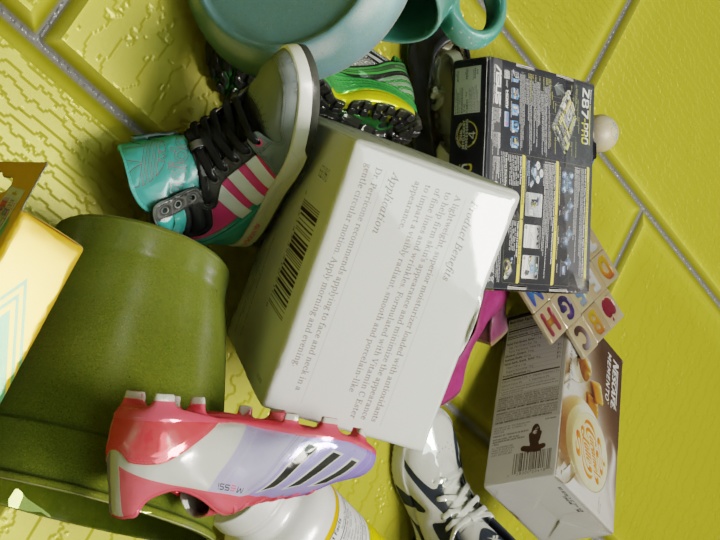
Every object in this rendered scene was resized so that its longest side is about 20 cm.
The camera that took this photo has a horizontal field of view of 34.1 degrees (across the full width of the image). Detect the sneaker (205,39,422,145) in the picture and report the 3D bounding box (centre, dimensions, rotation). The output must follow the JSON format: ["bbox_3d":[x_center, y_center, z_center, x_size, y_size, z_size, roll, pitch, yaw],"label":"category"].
[{"bbox_3d":[-0.041,-0.164,0.979,0.199,0.078,0.085,16,53,-35],"label":"sneaker"}]

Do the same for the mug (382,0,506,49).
[{"bbox_3d":[0.029,-0.270,0.965,0.185,0.152,0.115,45,65,-42],"label":"mug"}]

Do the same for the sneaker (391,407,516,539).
[{"bbox_3d":[0.099,0.229,1.091,0.079,0.129,0.200,-4,97,-41],"label":"sneaker"}]

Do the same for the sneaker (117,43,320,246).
[{"bbox_3d":[-0.113,-0.088,0.863,0.120,0.200,0.084,-4,54,-30],"label":"sneaker"}]

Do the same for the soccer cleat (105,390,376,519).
[{"bbox_3d":[-0.072,0.123,0.740,0.200,0.067,0.077,16,80,-43],"label":"soccer cleat"}]

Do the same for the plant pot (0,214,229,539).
[{"bbox_3d":[-0.174,0.072,0.817,0.200,0.200,0.194,30,64,-38],"label":"plant pot"}]

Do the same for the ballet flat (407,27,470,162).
[{"bbox_3d":[0.082,-0.125,1.079,0.073,0.073,0.201,-15,105,-38],"label":"ballet flat"}]

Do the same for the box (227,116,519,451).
[{"bbox_3d":[0.000,0.000,0.894,0.130,0.200,0.200,18,97,-17],"label":"box"}]

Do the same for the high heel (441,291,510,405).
[{"bbox_3d":[0.076,0.053,1.092,0.200,0.067,0.096,-41,130,-47],"label":"high heel"}]

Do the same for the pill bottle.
[{"bbox_3d":[-0.044,0.234,0.986,0.200,0.104,0.104,50,64,-31],"label":"pill bottle"}]

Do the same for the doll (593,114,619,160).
[{"bbox_3d":[0.194,-0.129,1.181,0.200,0.048,0.137,-13,90,-45],"label":"doll"}]

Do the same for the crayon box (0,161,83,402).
[{"bbox_3d":[-0.252,0.029,0.740,0.052,0.125,0.201,36,72,-37],"label":"crayon box"}]

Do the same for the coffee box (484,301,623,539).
[{"bbox_3d":[0.193,0.147,1.147,0.114,0.080,0.201,47,41,-34],"label":"coffee box"}]

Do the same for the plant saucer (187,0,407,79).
[{"bbox_3d":[-0.052,-0.241,0.870,0.027,0.199,0.201,0,95,-67],"label":"plant saucer"}]

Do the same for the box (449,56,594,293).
[{"bbox_3d":[0.147,-0.081,1.060,0.161,0.049,0.201,2,89,-42],"label":"box"}]

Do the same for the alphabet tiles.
[{"bbox_3d":[0.189,-0.019,1.158,0.166,0.006,0.200,-34,94,-49],"label":"alphabet tiles"}]
